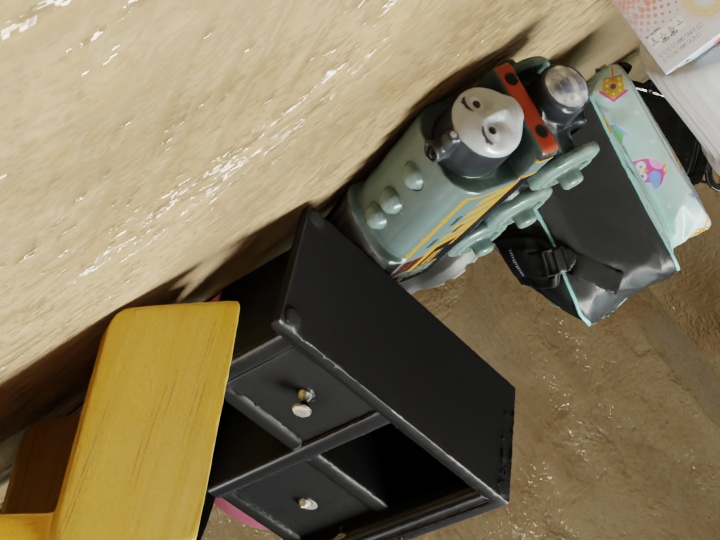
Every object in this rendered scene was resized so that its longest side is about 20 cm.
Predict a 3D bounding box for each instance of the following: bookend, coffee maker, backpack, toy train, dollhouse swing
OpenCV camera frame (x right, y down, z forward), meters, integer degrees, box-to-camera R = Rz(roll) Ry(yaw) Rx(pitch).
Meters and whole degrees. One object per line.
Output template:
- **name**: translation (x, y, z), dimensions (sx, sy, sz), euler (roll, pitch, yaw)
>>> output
- **bookend**: translation (-0.039, 0.090, 0.699), dimensions (0.198, 0.200, 0.092), euler (-28, -147, 33)
- **coffee maker**: translation (0.298, -0.117, 1.224), dimensions (0.135, 0.192, 0.200), euler (-52, 180, -8)
- **backpack**: translation (0.166, -0.059, 0.858), dimensions (0.153, 0.176, 0.200), euler (-32, 180, -6)
- **toy train**: translation (0.056, -0.053, 0.659), dimensions (0.114, 0.085, 0.200), euler (-23, 169, -30)
- **dollhouse swing**: translation (-0.191, 0.098, 0.583), dimensions (0.200, 0.175, 0.183), euler (-42, -145, 54)

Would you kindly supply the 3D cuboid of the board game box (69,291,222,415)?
- **board game box**: translation (-0.146, 0.072, 0.791), dimensions (0.200, 0.019, 0.103), euler (-38, 175, 18)

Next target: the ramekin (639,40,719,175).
- **ramekin**: translation (0.266, -0.157, 0.664), dimensions (0.200, 0.098, 0.201), euler (-43, -160, 19)

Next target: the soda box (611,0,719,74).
- **soda box**: translation (0.218, -0.185, 0.545), dimensions (0.200, 0.069, 0.064), euler (-38, 176, 34)

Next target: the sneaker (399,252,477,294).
- **sneaker**: translation (0.000, 0.000, 0.811), dimensions (0.200, 0.079, 0.075), euler (-39, -158, 16)

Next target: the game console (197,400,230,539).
- **game console**: translation (-0.167, 0.166, 0.756), dimensions (0.176, 0.116, 0.201), euler (92, 10, -53)

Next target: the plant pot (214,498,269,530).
- **plant pot**: translation (-0.075, 0.140, 1.117), dimensions (0.200, 0.200, 0.179), euler (-34, 160, -28)
